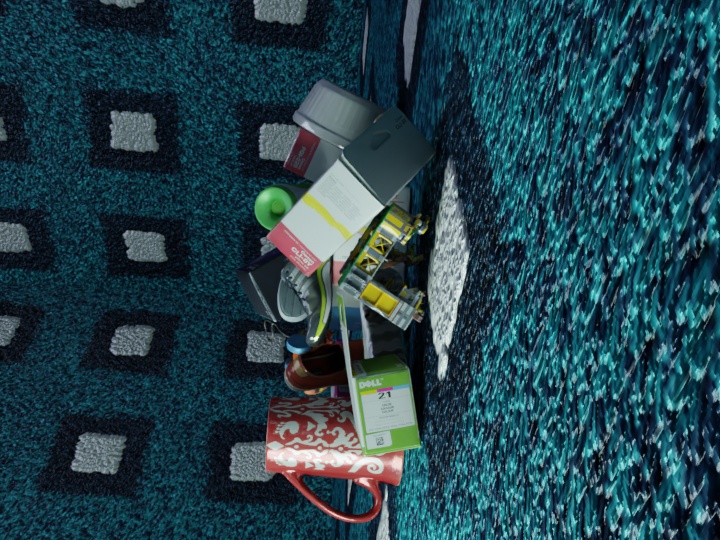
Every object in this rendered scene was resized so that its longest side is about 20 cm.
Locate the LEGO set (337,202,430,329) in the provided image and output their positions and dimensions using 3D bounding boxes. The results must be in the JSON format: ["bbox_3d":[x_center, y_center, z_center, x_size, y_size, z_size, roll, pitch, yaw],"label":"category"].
[{"bbox_3d":[0.050,-0.005,0.990,0.154,0.116,0.200,-57,6,-5],"label":"LEGO set"}]

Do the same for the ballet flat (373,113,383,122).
[{"bbox_3d":[0.043,-0.174,1.348,0.071,0.070,0.201,-95,9,-66],"label":"ballet flat"}]

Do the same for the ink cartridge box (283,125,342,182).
[{"bbox_3d":[-0.040,-0.199,1.465,0.146,0.199,0.085,-100,34,-76],"label":"ink cartridge box"}]

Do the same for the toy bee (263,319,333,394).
[{"bbox_3d":[-0.089,0.140,1.397,0.201,0.108,0.131,63,150,31],"label":"toy bee"}]

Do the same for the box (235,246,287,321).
[{"bbox_3d":[-0.118,0.000,1.444,0.105,0.199,0.148,63,163,-11],"label":"box"}]

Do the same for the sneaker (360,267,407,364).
[{"bbox_3d":[0.027,0.092,1.146,0.082,0.074,0.201,125,149,-65],"label":"sneaker"}]

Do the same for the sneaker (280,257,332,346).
[{"bbox_3d":[-0.085,0.025,1.206,0.074,0.080,0.201,97,171,-64],"label":"sneaker"}]

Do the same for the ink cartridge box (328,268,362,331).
[{"bbox_3d":[0.000,0.000,1.327,0.129,0.124,0.202,-164,79,-85],"label":"ink cartridge box"}]

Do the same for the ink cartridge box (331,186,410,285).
[{"bbox_3d":[0.016,-0.077,1.216,0.068,0.116,0.202,-117,30,-81],"label":"ink cartridge box"}]

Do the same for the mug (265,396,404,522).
[{"bbox_3d":[-0.039,0.263,1.127,0.178,0.198,0.134,-90,6,-49],"label":"mug"}]

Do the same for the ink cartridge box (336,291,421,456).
[{"bbox_3d":[0.019,0.124,1.001,0.148,0.075,0.202,-176,77,-86],"label":"ink cartridge box"}]

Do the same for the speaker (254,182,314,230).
[{"bbox_3d":[-0.114,-0.116,1.379,0.200,0.088,0.089,-19,-65,-70],"label":"speaker"}]

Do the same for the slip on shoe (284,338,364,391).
[{"bbox_3d":[-0.026,0.145,1.228,0.074,0.199,0.061,65,146,25],"label":"slip on shoe"}]

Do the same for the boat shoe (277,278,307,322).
[{"bbox_3d":[-0.091,0.011,1.298,0.067,0.073,0.201,96,-172,-56],"label":"boat shoe"}]

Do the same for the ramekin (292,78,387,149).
[{"bbox_3d":[-0.020,-0.282,1.430,0.095,0.201,0.202,-64,9,12],"label":"ramekin"}]

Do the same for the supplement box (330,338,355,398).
[{"bbox_3d":[0.000,0.211,1.321,0.200,0.103,0.102,-92,7,-67],"label":"supplement box"}]

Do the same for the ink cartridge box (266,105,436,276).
[{"bbox_3d":[-0.014,-0.099,0.987,0.200,0.083,0.145,-40,7,49],"label":"ink cartridge box"}]
